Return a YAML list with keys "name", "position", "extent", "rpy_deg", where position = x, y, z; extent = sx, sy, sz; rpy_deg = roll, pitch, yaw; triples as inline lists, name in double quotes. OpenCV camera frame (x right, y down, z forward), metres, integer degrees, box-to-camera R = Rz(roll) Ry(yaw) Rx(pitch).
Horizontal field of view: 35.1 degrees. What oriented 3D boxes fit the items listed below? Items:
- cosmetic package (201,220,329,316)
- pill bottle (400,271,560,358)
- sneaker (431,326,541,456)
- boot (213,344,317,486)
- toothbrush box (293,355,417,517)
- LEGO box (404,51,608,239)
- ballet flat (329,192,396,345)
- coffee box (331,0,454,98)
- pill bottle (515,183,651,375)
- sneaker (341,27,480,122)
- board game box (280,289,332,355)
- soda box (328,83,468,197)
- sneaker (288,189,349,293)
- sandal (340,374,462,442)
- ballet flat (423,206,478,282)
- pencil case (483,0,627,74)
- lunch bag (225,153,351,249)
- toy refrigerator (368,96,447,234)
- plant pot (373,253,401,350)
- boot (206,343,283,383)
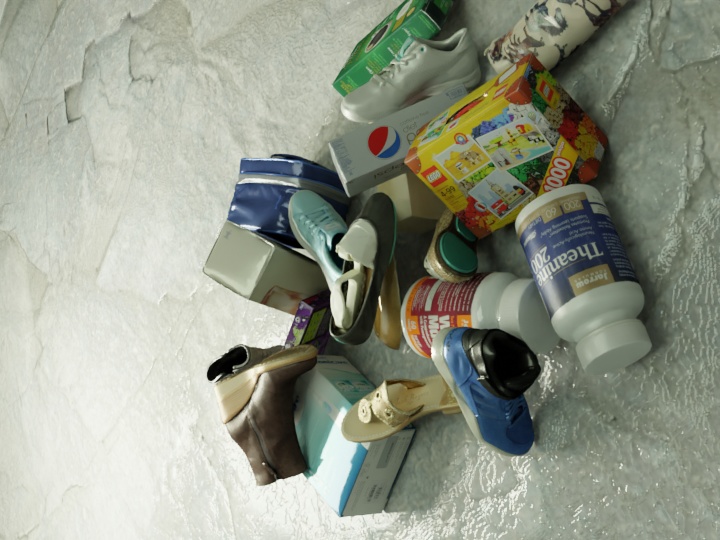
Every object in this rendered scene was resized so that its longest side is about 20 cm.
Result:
- name: "cosmetic package"
  position: [-0.129, 0.005, 1.682]
  extent: [0.103, 0.199, 0.088]
  rpy_deg: [29, 92, 31]
- name: "pill bottle"
  position: [0.153, 0.058, 1.439]
  extent: [0.198, 0.108, 0.112]
  rpy_deg: [-3, 83, 49]
- name: "sneaker"
  position: [0.176, 0.148, 1.359]
  extent: [0.110, 0.077, 0.201]
  rpy_deg: [-6, 123, 51]
- name: "boot"
  position: [-0.109, 0.208, 1.633]
  extent: [0.198, 0.072, 0.168]
  rpy_deg: [-26, 91, 31]
- name: "toothbrush box"
  position: [-0.028, 0.235, 1.648]
  extent: [0.200, 0.084, 0.148]
  rpy_deg: [39, 115, 43]
- name: "LEGO box"
  position: [0.177, -0.148, 1.396]
  extent: [0.199, 0.149, 0.078]
  rpy_deg: [-30, 24, 44]
- name: "ballet flat"
  position: [0.000, 0.000, 1.460]
  extent: [0.067, 0.068, 0.204]
  rpy_deg: [16, 101, 40]
- name: "coffee box"
  position: [0.050, -0.329, 1.608]
  extent: [0.199, 0.044, 0.124]
  rpy_deg: [-34, 22, 41]
- name: "pill bottle"
  position: [0.260, 0.012, 1.317]
  extent: [0.111, 0.110, 0.202]
  rpy_deg: [-40, 57, 39]
- name: "sneaker"
  position: [0.061, -0.267, 1.516]
  extent: [0.076, 0.197, 0.089]
  rpy_deg: [-121, 12, -50]
- name: "board game box"
  position: [-0.088, 0.127, 1.708]
  extent: [0.032, 0.120, 0.202]
  rpy_deg: [29, 109, 21]
- name: "soda box"
  position: [0.060, -0.172, 1.512]
  extent: [0.197, 0.068, 0.064]
  rpy_deg: [-23, 76, -2]
- name: "sneaker"
  position: [-0.037, -0.047, 1.570]
  extent: [0.201, 0.073, 0.082]
  rpy_deg: [56, 155, 25]
- name: "sandal"
  position: [0.056, 0.163, 1.504]
  extent: [0.209, 0.070, 0.079]
  rpy_deg: [-17, 49, 18]
- name: "ballet flat"
  position: [0.115, -0.023, 1.457]
  extent: [0.070, 0.200, 0.065]
  rpy_deg: [41, 117, -5]
- name: "pencil case"
  position: [0.239, -0.306, 1.402]
  extent: [0.090, 0.077, 0.200]
  rpy_deg: [53, 128, 8]
- name: "lunch bag"
  position: [-0.109, -0.109, 1.740]
  extent: [0.198, 0.135, 0.134]
  rpy_deg: [9, 82, 46]
- name: "toy refrigerator"
  position: [0.062, -0.158, 1.596]
  extent: [0.070, 0.075, 0.203]
  rpy_deg: [-22, 70, 46]
- name: "plant pot"
  position: [0.025, 0.011, 1.570]
  extent: [0.200, 0.027, 0.204]
  rpy_deg: [171, 90, -84]
- name: "boot"
  position: [-0.195, 0.168, 1.815]
  extent: [0.200, 0.130, 0.071]
  rpy_deg: [-45, 55, 36]
